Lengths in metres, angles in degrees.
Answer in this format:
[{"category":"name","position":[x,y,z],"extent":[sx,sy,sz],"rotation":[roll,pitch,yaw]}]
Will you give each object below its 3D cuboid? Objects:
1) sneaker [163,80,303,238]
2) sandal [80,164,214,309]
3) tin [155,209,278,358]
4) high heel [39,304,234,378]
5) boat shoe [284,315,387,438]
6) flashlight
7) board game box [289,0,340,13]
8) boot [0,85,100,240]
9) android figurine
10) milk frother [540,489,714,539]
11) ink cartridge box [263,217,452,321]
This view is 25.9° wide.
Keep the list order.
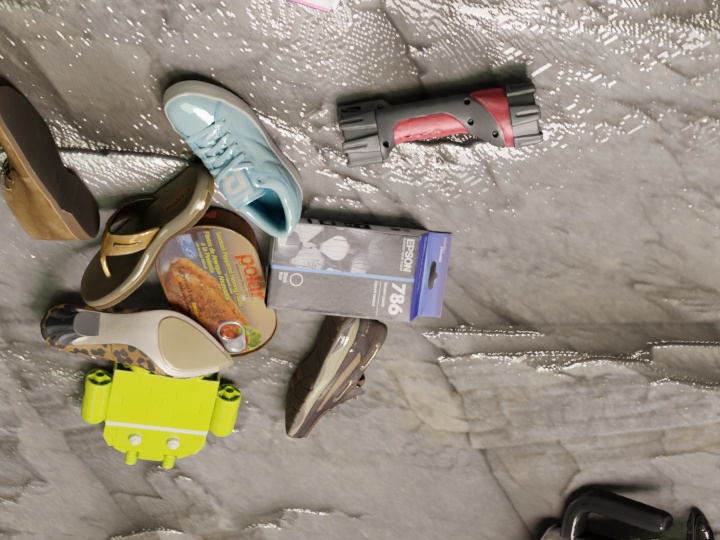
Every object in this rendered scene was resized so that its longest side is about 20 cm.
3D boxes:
[{"category":"sneaker","position":[-0.122,-0.109,1.578],"extent":[0.074,0.082,0.200],"rotation":[-33,126,22]},{"category":"sandal","position":[-0.231,-0.043,1.630],"extent":[0.200,0.080,0.054],"rotation":[-42,133,21]},{"category":"tin","position":[-0.155,0.015,1.717],"extent":[0.112,0.042,0.200],"rotation":[-7,132,7]},{"category":"high heel","position":[-0.250,0.077,1.739],"extent":[0.200,0.071,0.143],"rotation":[17,169,-27]},{"category":"boat shoe","position":[-0.028,0.127,1.802],"extent":[0.073,0.075,0.200],"rotation":[16,130,-18]},{"category":"flashlight","position":[0.081,-0.142,1.575],"extent":[0.200,0.068,0.068],"rotation":[-11,127,3]},{"category":"board game box","position":[-0.083,-0.312,1.320],"extent":[0.147,0.200,0.064],"rotation":[15,129,-17]},{"category":"boot","position":[-0.340,-0.099,1.583],"extent":[0.075,0.074,0.200],"rotation":[-8,135,17]},{"category":"android figurine","position":[-0.235,0.159,1.838],"extent":[0.182,0.041,0.200],"rotation":[9,129,-12]},{"category":"milk frother","position":[0.349,0.381,2.029],"extent":[0.188,0.181,0.200],"rotation":[12,173,31]},{"category":"ink cartridge box","position":[0.000,0.000,1.689],"extent":[0.200,0.039,0.099],"rotation":[4,101,-10]}]
